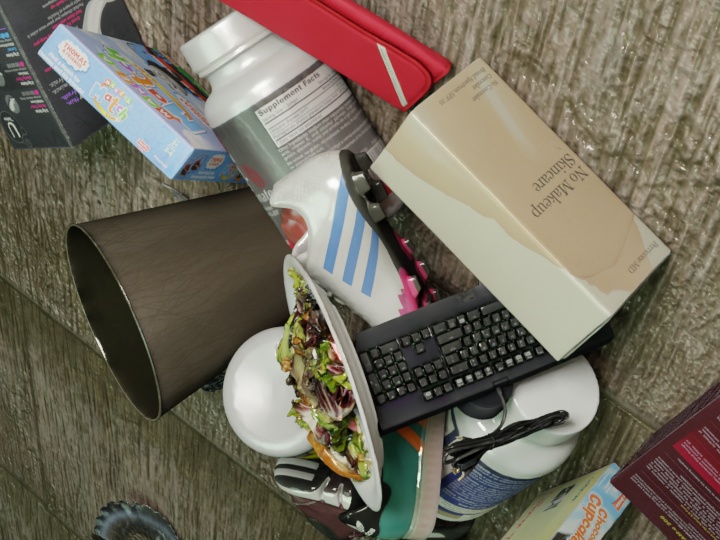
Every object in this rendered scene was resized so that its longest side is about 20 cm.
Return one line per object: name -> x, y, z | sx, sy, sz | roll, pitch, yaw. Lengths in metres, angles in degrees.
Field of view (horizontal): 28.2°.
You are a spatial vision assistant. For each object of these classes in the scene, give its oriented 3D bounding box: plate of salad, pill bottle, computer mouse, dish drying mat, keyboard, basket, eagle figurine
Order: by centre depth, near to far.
keyboard -> 0.099, 0.075, 1.059 | 0.128, 0.199, 0.021 | 69, 163, 1
dish drying mat -> -0.033, -0.184, 1.062 | 0.199, 0.018, 0.077 | 29, 153, -16
plate of salad -> -0.031, 0.086, 1.063 | 0.200, 0.048, 0.201 | 162, 90, -80
computer mouse -> 0.084, 0.014, 1.098 | 0.034, 0.058, 0.201 | 142, 128, -72
pill bottle -> -0.055, -0.115, 1.145 | 0.111, 0.111, 0.200 | -18, 109, 54
pill bottle -> 0.113, 0.129, 1.191 | 0.111, 0.111, 0.200 | 47, 146, 3
basket -> -0.128, 0.009, 1.249 | 0.136, 0.199, 0.181 | -15, 98, 64
pill bottle -> -0.033, 0.111, 1.269 | 0.109, 0.110, 0.200 | 33, -174, 22
eagle figurine -> -0.286, 0.414, 1.939 | 0.151, 0.151, 0.201 | -30, 64, 17

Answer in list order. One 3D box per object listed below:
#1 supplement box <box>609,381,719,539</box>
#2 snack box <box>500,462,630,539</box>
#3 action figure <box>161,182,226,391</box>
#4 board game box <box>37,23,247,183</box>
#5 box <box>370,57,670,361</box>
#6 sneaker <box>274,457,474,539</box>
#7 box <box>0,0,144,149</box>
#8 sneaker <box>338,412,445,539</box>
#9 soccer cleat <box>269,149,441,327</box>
supplement box -> 0.281, 0.142, 1.058 | 0.109, 0.061, 0.200 | 45, 145, 7
snack box -> 0.139, 0.248, 1.197 | 0.037, 0.200, 0.116 | 49, 147, -2
action figure -> -0.146, 0.012, 1.384 | 0.119, 0.101, 0.201 | 79, -174, -77
board game box -> -0.162, -0.134, 1.198 | 0.151, 0.200, 0.037 | 43, 103, 10
box -> 0.115, -0.044, 1.038 | 0.200, 0.095, 0.078 | 45, 143, 4
sneaker -> 0.021, 0.225, 1.366 | 0.199, 0.076, 0.116 | 15, 146, 22
box -> -0.288, -0.224, 1.294 | 0.106, 0.122, 0.201 | 3, 125, 46
sneaker -> 0.021, 0.115, 1.164 | 0.071, 0.080, 0.201 | 146, 129, -64
soccer cleat -> 0.000, 0.000, 1.094 | 0.086, 0.070, 0.201 | -20, 114, 17
